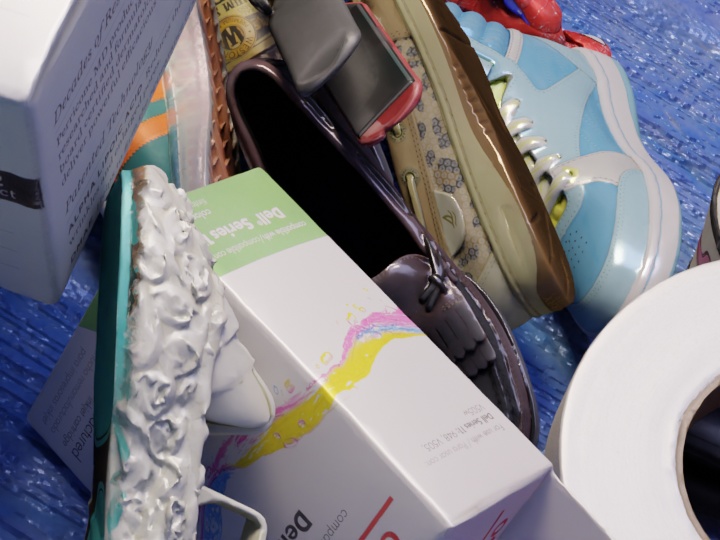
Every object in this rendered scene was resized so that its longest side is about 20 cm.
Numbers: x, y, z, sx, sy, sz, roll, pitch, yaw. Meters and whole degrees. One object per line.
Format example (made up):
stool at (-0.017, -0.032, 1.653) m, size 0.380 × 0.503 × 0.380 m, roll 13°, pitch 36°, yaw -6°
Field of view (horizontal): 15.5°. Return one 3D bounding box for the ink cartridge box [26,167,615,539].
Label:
ink cartridge box at (-0.015, 0.076, 0.937) m, size 0.200 × 0.117 × 0.067 m, roll 45°, pitch 36°, yaw 18°

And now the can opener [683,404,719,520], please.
can opener at (0.181, 0.096, 1.105) m, size 0.200 × 0.063 × 0.079 m, roll 32°, pitch 36°, yaw 0°

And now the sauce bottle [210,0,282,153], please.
sauce bottle at (-0.049, -0.098, 1.162) m, size 0.065 × 0.065 × 0.200 m, roll -6°, pitch 55°, yaw -41°

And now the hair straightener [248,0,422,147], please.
hair straightener at (-0.032, -0.126, 1.082) m, size 0.077 × 0.041 × 0.200 m, roll 37°, pitch 19°, yaw -32°

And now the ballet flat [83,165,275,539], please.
ballet flat at (-0.063, 0.067, 0.883) m, size 0.072 × 0.072 × 0.200 m, roll 8°, pitch 85°, yaw -29°

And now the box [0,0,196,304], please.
box at (-0.159, -0.125, 0.888) m, size 0.199 × 0.131 × 0.200 m, roll 18°, pitch 61°, yaw 8°

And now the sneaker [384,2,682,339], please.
sneaker at (0.064, -0.047, 1.180) m, size 0.131 × 0.080 × 0.200 m, roll 20°, pitch 28°, yaw -20°

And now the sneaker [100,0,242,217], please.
sneaker at (-0.094, -0.052, 1.084) m, size 0.080 × 0.071 × 0.200 m, roll -12°, pitch 59°, yaw 7°

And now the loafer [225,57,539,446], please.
loafer at (0.000, 0.000, 1.055) m, size 0.200 × 0.072 × 0.063 m, roll 60°, pitch 12°, yaw 20°

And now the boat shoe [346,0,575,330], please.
boat shoe at (0.024, -0.063, 1.121) m, size 0.200 × 0.063 × 0.073 m, roll 67°, pitch 13°, yaw 23°

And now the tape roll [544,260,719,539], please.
tape roll at (0.173, 0.089, 1.058) m, size 0.203 × 0.037 × 0.203 m, roll 3°, pitch 62°, yaw -7°

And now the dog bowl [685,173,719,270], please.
dog bowl at (0.231, 0.035, 1.209) m, size 0.200 × 0.074 × 0.200 m, roll 19°, pitch 37°, yaw -16°

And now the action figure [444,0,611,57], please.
action figure at (0.031, -0.140, 1.274) m, size 0.200 × 0.065 × 0.052 m, roll 26°, pitch 42°, yaw -6°
